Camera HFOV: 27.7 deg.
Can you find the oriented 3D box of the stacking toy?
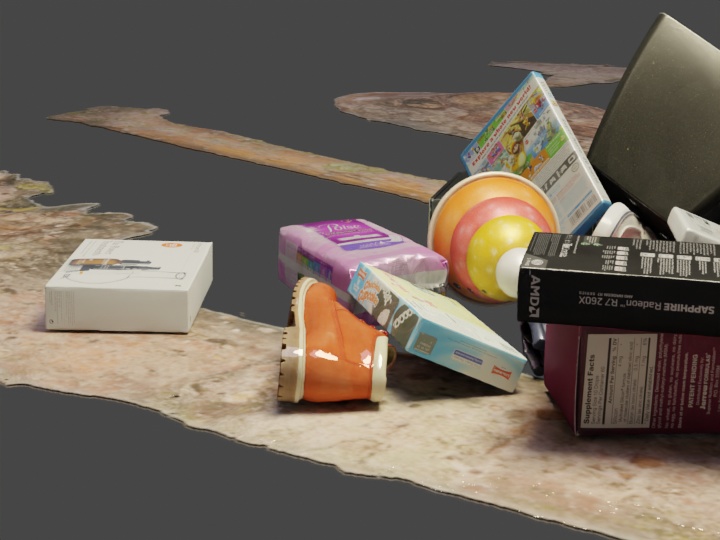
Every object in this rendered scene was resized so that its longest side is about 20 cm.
[{"bbox_3d":[0.146,-0.015,1.485,0.144,0.148,0.200,0,12,-2],"label":"stacking toy"}]

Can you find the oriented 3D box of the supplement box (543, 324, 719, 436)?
[{"bbox_3d":[0.270,0.073,1.265,0.197,0.105,0.131,0,16,-4],"label":"supplement box"}]

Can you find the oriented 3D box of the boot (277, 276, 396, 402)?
[{"bbox_3d":[-0.020,0.068,1.355,0.106,0.076,0.200,4,23,-2],"label":"boot"}]

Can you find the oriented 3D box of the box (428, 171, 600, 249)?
[{"bbox_3d":[0.195,-0.058,1.772,0.197,0.087,0.164,5,17,16],"label":"box"}]

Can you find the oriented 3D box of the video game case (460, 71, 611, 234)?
[{"bbox_3d":[0.192,-0.102,1.633,0.018,0.143,0.201,9,45,-38],"label":"video game case"}]

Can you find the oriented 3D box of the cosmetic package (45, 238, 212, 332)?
[{"bbox_3d":[-0.244,0.014,1.573,0.149,0.052,0.200,3,15,0],"label":"cosmetic package"}]

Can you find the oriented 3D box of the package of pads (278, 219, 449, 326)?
[{"bbox_3d":[0.000,0.000,1.578,0.119,0.077,0.200,-5,16,-25],"label":"package of pads"}]

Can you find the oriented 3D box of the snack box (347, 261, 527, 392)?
[{"bbox_3d":[0.068,0.051,1.390,0.115,0.037,0.200,23,8,-21],"label":"snack box"}]

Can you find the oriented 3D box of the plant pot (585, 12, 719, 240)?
[{"bbox_3d":[0.362,-0.127,1.624,0.199,0.178,0.200,39,-3,21],"label":"plant pot"}]

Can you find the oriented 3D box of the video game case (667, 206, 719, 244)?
[{"bbox_3d":[0.379,-0.007,1.370,0.180,0.024,0.200,23,10,5],"label":"video game case"}]

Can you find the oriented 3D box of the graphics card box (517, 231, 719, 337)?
[{"bbox_3d":[0.232,0.010,1.201,0.197,0.052,0.126,5,17,10],"label":"graphics card box"}]

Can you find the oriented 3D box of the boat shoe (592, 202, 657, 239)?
[{"bbox_3d":[0.298,-0.018,1.594,0.065,0.072,0.200,31,-2,22],"label":"boat shoe"}]

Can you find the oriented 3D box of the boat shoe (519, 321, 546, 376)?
[{"bbox_3d":[0.198,0.034,1.424,0.091,0.076,0.201,-3,27,0],"label":"boat shoe"}]
